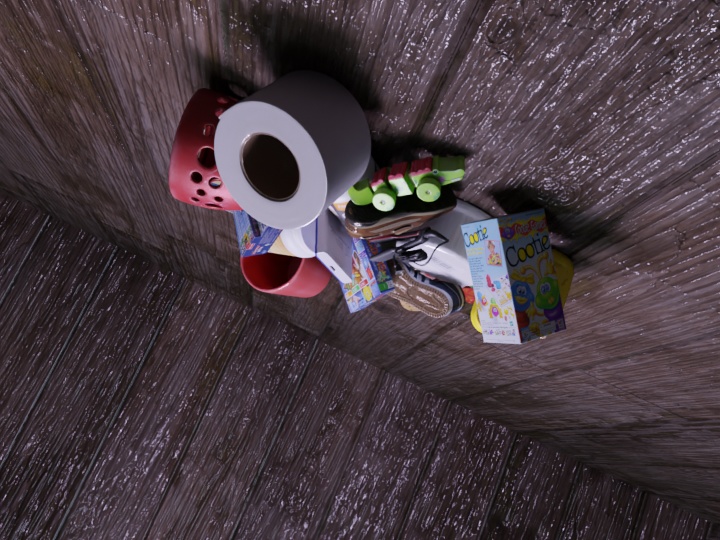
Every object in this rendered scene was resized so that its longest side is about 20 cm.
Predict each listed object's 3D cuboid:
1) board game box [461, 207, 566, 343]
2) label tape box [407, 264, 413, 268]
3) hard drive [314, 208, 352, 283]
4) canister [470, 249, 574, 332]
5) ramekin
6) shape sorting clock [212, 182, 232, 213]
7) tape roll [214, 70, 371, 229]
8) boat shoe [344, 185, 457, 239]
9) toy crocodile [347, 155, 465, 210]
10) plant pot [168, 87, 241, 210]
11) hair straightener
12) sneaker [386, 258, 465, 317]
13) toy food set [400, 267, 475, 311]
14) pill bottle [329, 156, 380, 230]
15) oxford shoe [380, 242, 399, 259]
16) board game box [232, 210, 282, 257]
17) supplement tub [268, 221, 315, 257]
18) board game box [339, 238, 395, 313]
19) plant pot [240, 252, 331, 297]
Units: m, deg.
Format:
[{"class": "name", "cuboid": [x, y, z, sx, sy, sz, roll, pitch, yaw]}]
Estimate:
[{"class": "board game box", "cuboid": [0.253, 0.009, 1.249, 0.102, 0.203, 0.105, -13, -177, -27]}, {"class": "label tape box", "cuboid": [0.088, -0.028, 1.678, 0.198, 0.064, 0.144, 26, 165, -4]}, {"class": "hard drive", "cuboid": [-0.049, -0.094, 1.418, 0.025, 0.202, 0.132, -10, 152, 19]}, {"class": "canister", "cuboid": [0.304, 0.044, 1.429, 0.086, 0.150, 0.200, 27, 163, -14]}, {"class": "ramekin", "cuboid": [0.162, -0.052, 1.415, 0.198, 0.099, 0.201, 23, 165, 6]}, {"class": "shape sorting clock", "cuboid": [-0.321, -0.184, 1.838, 0.198, 0.040, 0.200, 22, 163, 7]}, {"class": "tape roll", "cuboid": [-0.100, -0.182, 1.138, 0.201, 0.139, 0.205, 17, 128, 24]}, {"class": "boat shoe", "cuboid": [0.065, -0.101, 1.290, 0.197, 0.076, 0.074, -11, 149, -14]}, {"class": "toy crocodile", "cuboid": [0.073, -0.146, 1.204, 0.198, 0.068, 0.062, -11, 134, 26]}, {"class": "plant pot", "cuboid": [-0.219, -0.201, 1.335, 0.180, 0.203, 0.201, 14, 165, 0]}, {"class": "hair straightener", "cuboid": [0.083, -0.030, 1.332, 0.041, 0.078, 0.199, 5, 173, -38]}, {"class": "sneaker", "cuboid": [0.121, 0.029, 1.518, 0.199, 0.071, 0.108, 34, -158, 30]}, {"class": "toy food set", "cuboid": [0.183, 0.029, 1.613, 0.197, 0.049, 0.199, 2, 151, -5]}, {"class": "pill bottle", "cuboid": [-0.015, -0.149, 1.328, 0.115, 0.117, 0.200, 15, 163, 30]}, {"class": "oxford shoe", "cuboid": [0.035, -0.066, 1.558, 0.057, 0.075, 0.201, 21, 146, 50]}, {"class": "board game box", "cuboid": [-0.213, -0.160, 1.515, 0.061, 0.202, 0.200, -10, 163, -28]}, {"class": "supplement tub", "cuboid": [-0.147, -0.105, 1.629, 0.199, 0.146, 0.144, 10, 159, 45]}, {"class": "board game box", "cuboid": [0.000, 0.000, 1.531, 0.034, 0.137, 0.200, -17, 173, -21]}, {"class": "plant pot", "cuboid": [-0.173, -0.021, 1.904, 0.199, 0.203, 0.177, 15, 172, 32]}]
